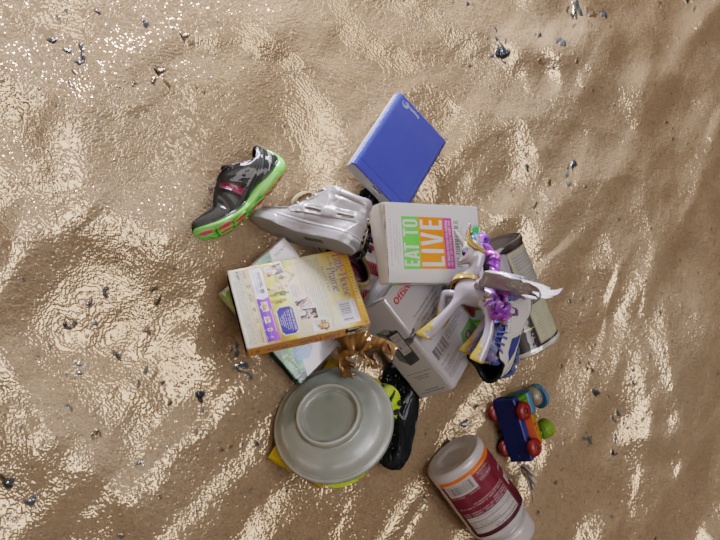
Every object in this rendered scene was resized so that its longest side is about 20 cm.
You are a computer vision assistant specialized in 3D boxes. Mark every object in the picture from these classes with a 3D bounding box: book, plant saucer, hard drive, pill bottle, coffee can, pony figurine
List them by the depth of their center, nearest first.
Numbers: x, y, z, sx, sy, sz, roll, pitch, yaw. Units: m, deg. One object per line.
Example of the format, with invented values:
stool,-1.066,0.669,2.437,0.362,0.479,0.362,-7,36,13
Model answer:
plant saucer,-0.047,0.238,1.505,0.201,0.199,0.050,-55,153,-22
pony figurine,0.205,0.043,1.508,0.166,0.192,0.201,15,97,-65
book,0.114,-0.042,1.575,0.199,0.048,0.134,-1,81,-33
pill bottle,0.218,0.402,1.671,0.114,0.114,0.200,-42,105,-26
hard drive,0.067,-0.208,1.675,0.132,0.025,0.200,44,53,-18
coffee can,0.260,0.051,1.712,0.146,0.146,0.201,-27,98,-28

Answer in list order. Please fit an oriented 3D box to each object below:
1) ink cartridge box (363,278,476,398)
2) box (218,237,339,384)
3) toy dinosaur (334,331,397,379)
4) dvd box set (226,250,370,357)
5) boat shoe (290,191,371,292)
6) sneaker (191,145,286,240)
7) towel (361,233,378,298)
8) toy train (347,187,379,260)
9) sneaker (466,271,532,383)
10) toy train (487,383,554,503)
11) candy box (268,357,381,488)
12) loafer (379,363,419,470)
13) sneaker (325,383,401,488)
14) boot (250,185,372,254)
ink cartridge box,0.102,0.092,1.610,0.200,0.084,0.146,52,46,-14
box,-0.118,0.066,1.555,0.144,0.036,0.200,-45,103,-20
toy dinosaur,-0.021,0.111,1.533,0.060,0.199,0.107,-17,125,-58
dvd box set,-0.099,0.048,1.483,0.199,0.029,0.147,-12,61,-15
boat shoe,-0.043,-0.053,1.583,0.074,0.066,0.200,-38,91,-15
sneaker,-0.208,-0.125,1.523,0.084,0.077,0.200,41,63,1
towel,0.000,0.000,1.645,0.143,0.023,0.201,17,77,-26
toy train,0.006,-0.084,1.590,0.046,0.034,0.200,47,29,-23
sneaker,0.234,0.107,1.590,0.115,0.080,0.201,-30,127,-62
toy train,0.324,0.319,1.764,0.115,0.084,0.201,-21,95,-42
candy box,-0.058,0.247,1.548,0.200,0.102,0.026,-58,150,-21
loafer,0.067,0.247,1.638,0.070,0.068,0.202,48,47,-59
sneaker,-0.007,0.277,1.581,0.200,0.083,0.074,-54,130,-17
boot,-0.076,-0.094,1.533,0.096,0.199,0.074,-67,157,-18
